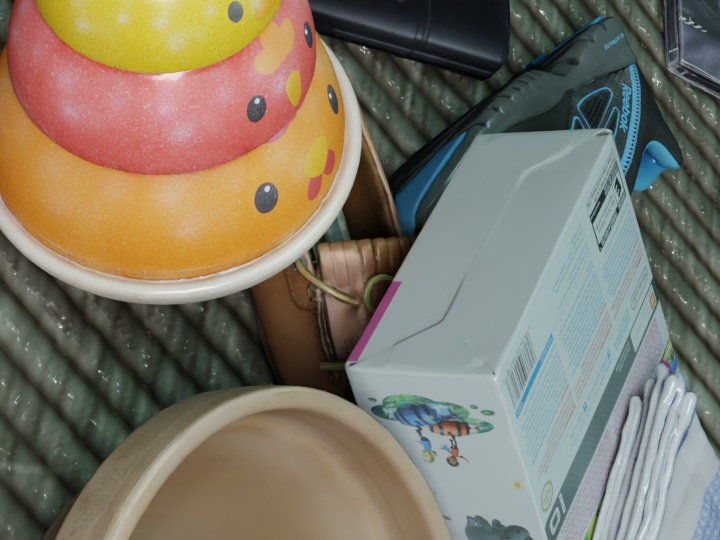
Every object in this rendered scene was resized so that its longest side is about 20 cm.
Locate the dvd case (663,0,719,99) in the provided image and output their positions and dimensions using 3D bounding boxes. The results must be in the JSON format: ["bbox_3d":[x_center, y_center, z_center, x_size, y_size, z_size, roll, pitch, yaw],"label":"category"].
[{"bbox_3d":[0.237,-0.128,1.286,0.200,0.016,0.149,24,50,-30],"label":"dvd case"}]

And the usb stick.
[{"bbox_3d":[-0.014,-0.127,1.047,0.200,0.033,0.056,12,64,-37],"label":"usb stick"}]

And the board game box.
[{"bbox_3d":[0.071,0.070,0.911,0.148,0.064,0.200,-58,138,-45],"label":"board game box"}]

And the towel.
[{"bbox_3d":[0.127,0.151,0.929,0.200,0.024,0.147,60,41,-45],"label":"towel"}]

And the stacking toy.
[{"bbox_3d":[-0.070,-0.094,0.832,0.146,0.200,0.146,1,58,-1],"label":"stacking toy"}]

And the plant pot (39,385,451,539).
[{"bbox_3d":[-0.057,0.138,0.777,0.201,0.093,0.202,5,84,-53],"label":"plant pot"}]

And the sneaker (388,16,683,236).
[{"bbox_3d":[0.081,-0.045,1.052,0.082,0.073,0.200,55,43,-2],"label":"sneaker"}]

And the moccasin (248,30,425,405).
[{"bbox_3d":[0.001,0.000,0.947,0.074,0.078,0.202,-3,69,-46],"label":"moccasin"}]
